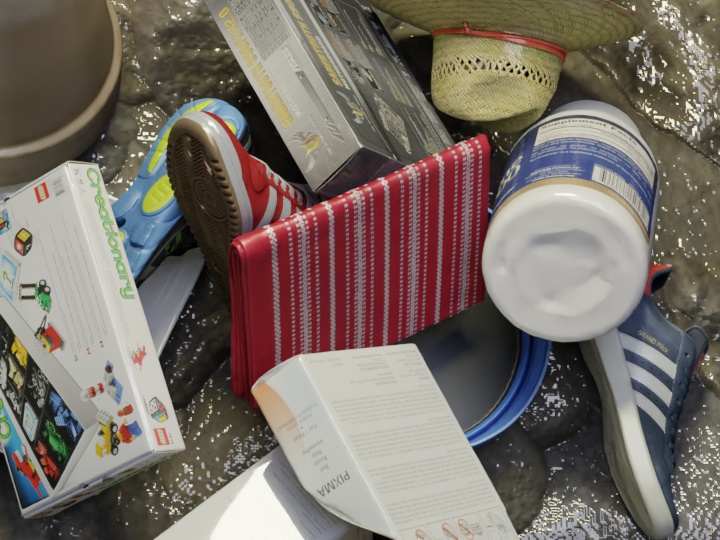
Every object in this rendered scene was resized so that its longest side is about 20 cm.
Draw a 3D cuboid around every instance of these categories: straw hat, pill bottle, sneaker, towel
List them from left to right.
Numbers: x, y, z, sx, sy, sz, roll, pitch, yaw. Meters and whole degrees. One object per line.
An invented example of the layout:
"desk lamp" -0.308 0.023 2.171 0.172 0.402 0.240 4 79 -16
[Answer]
"sneaker" -0.139 -0.023 1.625 0.071 0.083 0.200 36 82 35
"sneaker" -0.053 -0.047 1.590 0.112 0.201 0.071 -39 45 -22
"towel" 0.000 0.000 1.588 0.199 0.145 0.022 -24 46 -25
"straw hat" 0.094 -0.141 1.686 0.200 0.201 0.086 10 83 -6
"pill bottle" 0.147 -0.042 1.646 0.111 0.111 0.200 23 27 -1
"sneaker" 0.208 0.084 1.676 0.084 0.075 0.201 -10 73 -8

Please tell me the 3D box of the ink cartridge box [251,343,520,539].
"ink cartridge box" 0.029 0.145 1.547 0.050 0.162 0.201 -32 76 26

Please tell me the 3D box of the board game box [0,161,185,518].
"board game box" -0.196 0.046 1.571 0.035 0.126 0.201 0 68 -54

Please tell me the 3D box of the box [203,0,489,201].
"box" -0.012 -0.122 1.645 0.048 0.158 0.200 -43 59 21

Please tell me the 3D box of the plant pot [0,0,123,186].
"plant pot" -0.253 -0.184 1.623 0.199 0.174 0.201 5 60 -9

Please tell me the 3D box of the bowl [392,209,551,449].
"bowl" 0.034 0.038 1.682 0.199 0.039 0.202 3 71 -8

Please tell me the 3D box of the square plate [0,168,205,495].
"square plate" -0.229 0.028 1.648 0.197 0.028 0.201 23 69 -1

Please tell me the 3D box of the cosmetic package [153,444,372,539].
"cosmetic package" -0.089 0.209 1.559 0.200 0.113 0.081 -34 64 -20
